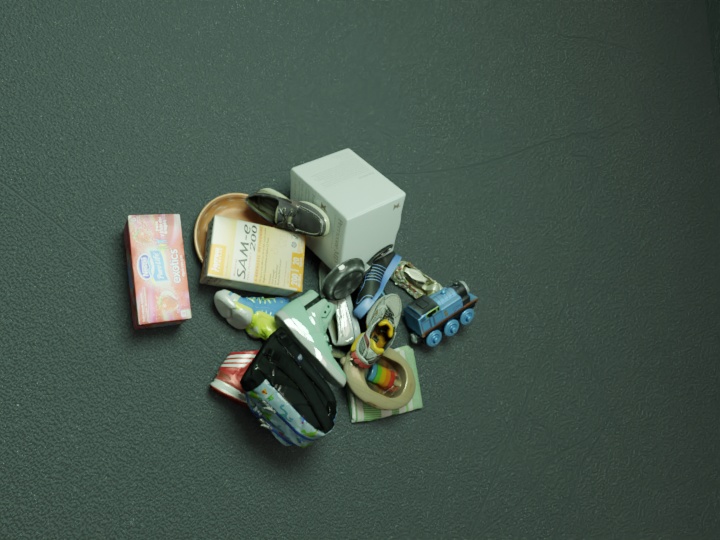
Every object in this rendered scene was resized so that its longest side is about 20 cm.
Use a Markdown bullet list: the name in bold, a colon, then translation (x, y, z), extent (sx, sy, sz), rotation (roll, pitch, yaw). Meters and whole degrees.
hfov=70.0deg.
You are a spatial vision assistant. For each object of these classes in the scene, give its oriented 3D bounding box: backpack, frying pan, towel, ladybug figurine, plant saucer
- **backpack**: translation (-0.131, 0.237, 0.979), extent (0.199, 0.154, 0.163), rotation (37, 23, -7)
- **frying pan**: translation (-0.006, 0.013, 1.103), extent (0.188, 0.116, 0.031), rotation (-18, 54, -39)
- **towel**: translation (0.054, 0.268, 1.218), extent (0.198, 0.023, 0.155), rotation (-5, 82, -32)
- **ladybug figurine**: translation (0.034, 0.237, 1.156), extent (0.199, 0.072, 0.137), rotation (32, 65, -22)
- **plant saucer**: translation (-0.259, -0.064, 1.104), extent (0.198, 0.037, 0.203), rotation (7, 76, -28)

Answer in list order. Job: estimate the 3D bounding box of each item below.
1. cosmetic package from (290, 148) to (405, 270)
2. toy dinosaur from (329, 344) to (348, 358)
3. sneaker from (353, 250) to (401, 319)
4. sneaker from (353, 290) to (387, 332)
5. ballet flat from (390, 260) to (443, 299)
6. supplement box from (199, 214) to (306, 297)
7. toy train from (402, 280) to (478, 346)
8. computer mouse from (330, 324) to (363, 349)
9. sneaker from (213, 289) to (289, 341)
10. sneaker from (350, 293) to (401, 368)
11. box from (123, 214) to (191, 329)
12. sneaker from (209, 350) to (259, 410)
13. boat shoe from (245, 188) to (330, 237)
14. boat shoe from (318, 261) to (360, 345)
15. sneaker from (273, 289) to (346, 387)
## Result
- **cosmetic package**: translation (-0.035, -0.130, 1.124), extent (0.165, 0.169, 0.200), rotation (-27, 54, -32)
- **toy dinosaur**: translation (-0.089, 0.182, 1.108), extent (0.199, 0.047, 0.089), rotation (37, 52, -42)
- **sneaker**: translation (0.020, 0.019, 1.166), extent (0.077, 0.070, 0.201), rotation (34, 52, -1)
- **sneaker**: translation (0.039, 0.092, 1.218), extent (0.081, 0.073, 0.203), rotation (-7, 83, -30)
- **ballet flat**: translation (0.157, 0.039, 1.304), extent (0.198, 0.064, 0.076), rotation (29, 67, -22)
- **supplement box**: translation (-0.217, -0.025, 1.055), extent (0.198, 0.073, 0.128), rotation (10, 73, -27)
- **toy train**: translation (0.201, 0.102, 1.271), extent (0.198, 0.087, 0.115), rotation (-29, 125, -18)
- **computer mouse**: translation (-0.073, 0.131, 1.174), extent (0.198, 0.034, 0.059), rotation (29, 48, -14)
- **sneaker**: translation (-0.212, 0.083, 1.082), extent (0.200, 0.075, 0.106), rotation (45, 50, -27)
- **sneaker**: translation (0.053, 0.124, 1.118), extent (0.078, 0.082, 0.201), rotation (39, 45, -12)
- **box**: translation (-0.388, 0.003, 0.978), extent (0.094, 0.102, 0.203), rotation (-5, 83, -30)
- **sneaker**: translation (-0.195, 0.232, 1.051), extent (0.199, 0.078, 0.117), rotation (33, 66, -21)
- **boat shoe**: translation (-0.153, -0.115, 1.056), extent (0.065, 0.198, 0.073), rotation (-25, 136, -52)
- **boat shoe**: translation (-0.073, 0.074, 1.148), extent (0.085, 0.074, 0.205), rotation (-9, 74, -34)
- **sneaker**: translation (-0.070, 0.132, 1.045), extent (0.118, 0.074, 0.201), rotation (-39, 91, -29)
